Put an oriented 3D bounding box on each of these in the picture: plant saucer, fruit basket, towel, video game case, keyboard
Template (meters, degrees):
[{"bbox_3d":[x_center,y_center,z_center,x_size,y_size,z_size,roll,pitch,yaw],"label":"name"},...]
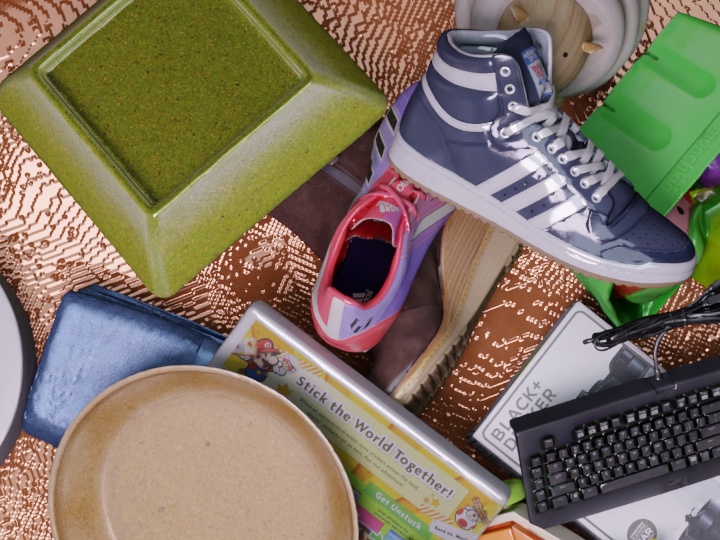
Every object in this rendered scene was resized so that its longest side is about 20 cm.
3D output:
[{"bbox_3d":[-0.118,-0.119,1.382,0.200,0.048,0.200,-41,71,-3],"label":"plant saucer"},{"bbox_3d":[0.236,-0.034,1.361,0.215,0.156,0.216,-4,73,13],"label":"fruit basket"},{"bbox_3d":[-0.095,0.149,1.321,0.200,0.035,0.201,3,106,12],"label":"plant saucer"},{"bbox_3d":[-0.115,0.092,1.387,0.200,0.049,0.112,22,93,1],"label":"towel"},{"bbox_3d":[-0.036,0.146,1.338,0.200,0.023,0.182,37,111,1],"label":"video game case"},{"bbox_3d":[0.188,0.079,1.313,0.199,0.021,0.127,-16,108,-13],"label":"keyboard"}]

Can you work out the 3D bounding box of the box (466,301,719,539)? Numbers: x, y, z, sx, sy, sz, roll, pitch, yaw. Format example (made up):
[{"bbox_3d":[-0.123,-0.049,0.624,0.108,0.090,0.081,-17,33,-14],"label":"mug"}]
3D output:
[{"bbox_3d":[0.181,0.127,1.380,0.200,0.060,0.117,40,86,4],"label":"box"}]

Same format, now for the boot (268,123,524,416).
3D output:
[{"bbox_3d":[0.000,0.000,1.386,0.166,0.072,0.200,30,74,11],"label":"boot"}]

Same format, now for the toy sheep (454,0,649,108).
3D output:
[{"bbox_3d":[0.122,-0.173,1.360,0.137,0.200,0.138,4,126,5],"label":"toy sheep"}]

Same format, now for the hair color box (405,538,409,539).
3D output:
[{"bbox_3d":[0.069,0.272,1.306,0.200,0.061,0.100,41,108,-3],"label":"hair color box"}]

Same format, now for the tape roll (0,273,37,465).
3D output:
[{"bbox_3d":[-0.314,0.064,1.383,0.200,0.066,0.201,0,86,0],"label":"tape roll"}]

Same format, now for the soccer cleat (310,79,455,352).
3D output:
[{"bbox_3d":[0.023,-0.042,1.321,0.067,0.077,0.200,22,67,6],"label":"soccer cleat"}]

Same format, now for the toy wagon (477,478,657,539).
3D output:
[{"bbox_3d":[0.100,0.213,1.348,0.200,0.040,0.156,-17,94,23],"label":"toy wagon"}]

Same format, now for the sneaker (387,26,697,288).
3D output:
[{"bbox_3d":[0.118,-0.072,1.251,0.200,0.070,0.109,26,119,14],"label":"sneaker"}]
